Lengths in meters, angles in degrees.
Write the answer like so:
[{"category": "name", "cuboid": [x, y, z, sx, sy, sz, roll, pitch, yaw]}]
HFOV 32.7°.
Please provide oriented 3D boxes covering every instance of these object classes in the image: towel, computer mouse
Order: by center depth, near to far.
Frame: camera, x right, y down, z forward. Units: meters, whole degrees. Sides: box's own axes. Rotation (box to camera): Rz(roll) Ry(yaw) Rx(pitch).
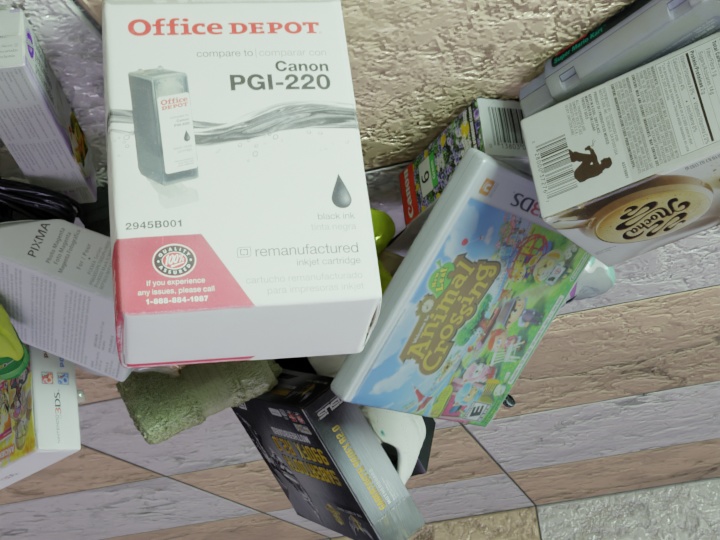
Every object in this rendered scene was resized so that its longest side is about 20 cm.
[{"category": "computer mouse", "cuboid": [-0.295, -0.035, 0.878, 0.140, 0.046, 0.200, 23, 160, -27]}, {"category": "towel", "cuboid": [-0.161, 0.097, 1.173, 0.148, 0.037, 0.200, -26, -160, -10]}]

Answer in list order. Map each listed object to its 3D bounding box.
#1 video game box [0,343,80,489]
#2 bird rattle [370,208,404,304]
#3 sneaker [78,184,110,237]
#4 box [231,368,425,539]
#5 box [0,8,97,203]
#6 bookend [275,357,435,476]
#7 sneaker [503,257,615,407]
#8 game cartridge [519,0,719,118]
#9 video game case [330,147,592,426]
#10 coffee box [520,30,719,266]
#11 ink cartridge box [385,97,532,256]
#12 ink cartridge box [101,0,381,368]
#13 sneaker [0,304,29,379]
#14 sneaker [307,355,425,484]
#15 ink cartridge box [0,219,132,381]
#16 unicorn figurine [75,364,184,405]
[{"category": "video game box", "cuboid": [-0.307, 0.088, 1.050, 0.047, 0.183, 0.200, 9, 155, -38]}, {"category": "bird rattle", "cuboid": [0.000, 0.000, 0.966, 0.162, 0.114, 0.200, -2, 175, 35]}, {"category": "sneaker", "cuboid": [-0.119, -0.030, 0.926, 0.199, 0.091, 0.076, -16, 154, 19]}, {"category": "box", "cuboid": [-0.040, 0.170, 1.143, 0.048, 0.159, 0.200, -35, -164, -22]}, {"category": "box", "cuboid": [-0.208, -0.097, 0.785, 0.041, 0.039, 0.200, -7, 160, -1]}, {"category": "bookend", "cuboid": [0.041, 0.117, 1.244, 0.199, 0.092, 0.199, -16, 121, 23]}, {"category": "sneaker", "cuboid": [0.139, 0.053, 1.098, 0.199, 0.141, 0.078, -1, 159, -10]}, {"category": "game cartridge", "cuboid": [0.214, -0.145, 0.815, 0.129, 0.039, 0.200, 12, 153, -34]}, {"category": "video game case", "cuboid": [0.089, 0.022, 0.914, 0.182, 0.022, 0.201, 17, 108, -47]}, {"category": "coffee box", "cuboid": [0.222, -0.085, 0.799, 0.199, 0.080, 0.113, -22, 153, 26]}, {"category": "ink cartridge box", "cuboid": [0.094, -0.066, 0.965, 0.108, 0.051, 0.200, 2, 160, -24]}, {"category": "ink cartridge box", "cuboid": [-0.073, -0.055, 0.710, 0.145, 0.201, 0.085, -3, 155, -11]}, {"category": "sneaker", "cuboid": [-0.331, 0.057, 0.902, 0.199, 0.074, 0.084, 5, 148, 26]}, {"category": "sneaker", "cuboid": [0.003, 0.122, 1.141, 0.075, 0.089, 0.200, -20, 120, 25]}, {"category": "ink cartridge box", "cuboid": [-0.247, 0.004, 0.881, 0.199, 0.057, 0.163, 25, 154, -4]}, {"category": "unicorn figurine", "cuboid": [-0.225, 0.074, 1.087, 0.136, 0.074, 0.200, 3, 145, -11]}]
